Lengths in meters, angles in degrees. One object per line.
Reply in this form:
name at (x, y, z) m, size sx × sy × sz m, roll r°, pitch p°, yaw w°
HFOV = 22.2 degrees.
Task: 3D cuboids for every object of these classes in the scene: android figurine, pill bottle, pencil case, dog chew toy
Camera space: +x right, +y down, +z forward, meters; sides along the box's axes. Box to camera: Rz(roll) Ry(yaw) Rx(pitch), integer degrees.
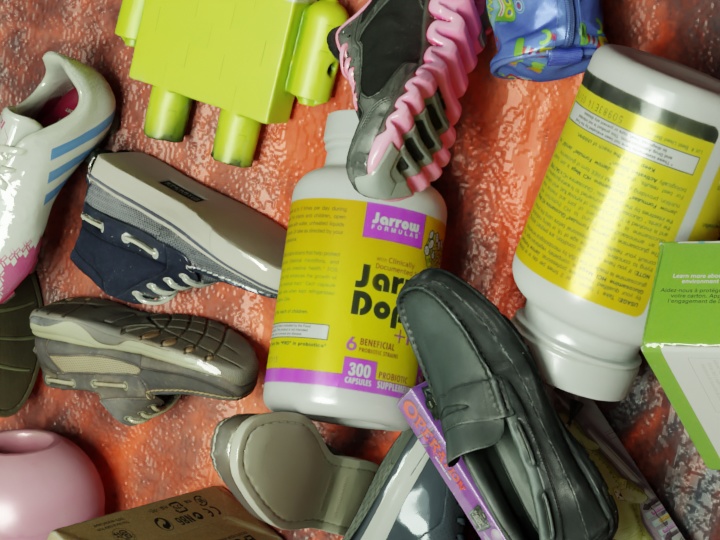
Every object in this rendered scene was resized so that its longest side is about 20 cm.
android figurine at (-0.092, -0.179, 1.287) m, size 0.182 × 0.041 × 0.200 m, roll 19°, pitch 102°, yaw 26°
pill bottle at (0.160, -0.027, 1.121) m, size 0.112 × 0.112 × 0.200 m, roll 27°, pitch 106°, yaw 24°
pencil case at (0.110, -0.219, 1.151) m, size 0.078 × 0.087 × 0.200 m, roll -7°, pitch 91°, yaw -6°
dog chew toy at (-0.248, 0.222, 1.358) m, size 0.124 × 0.125 × 0.200 m, roll 5°, pitch 104°, yaw 28°
pill bottle at (0.000, 0.000, 1.203) m, size 0.104 × 0.104 × 0.200 m, roll 3°, pitch 81°, yaw 28°

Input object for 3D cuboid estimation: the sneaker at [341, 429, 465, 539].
sneaker at (0.068, 0.182, 1.210) m, size 0.146 × 0.077 × 0.202 m, roll 29°, pitch 80°, yaw -2°

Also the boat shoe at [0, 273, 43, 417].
boat shoe at (-0.289, 0.013, 1.395) m, size 0.068 × 0.072 × 0.200 m, roll -8°, pitch 80°, yaw 32°

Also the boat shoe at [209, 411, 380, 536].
boat shoe at (-0.050, 0.130, 1.200) m, size 0.059 × 0.200 × 0.072 m, roll 14°, pitch 81°, yaw 28°

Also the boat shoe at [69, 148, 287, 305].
boat shoe at (-0.123, -0.007, 1.304) m, size 0.200 × 0.075 × 0.093 m, roll 32°, pitch 113°, yaw 31°

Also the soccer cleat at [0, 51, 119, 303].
soccer cleat at (-0.250, -0.067, 1.314) m, size 0.070 × 0.086 × 0.200 m, roll 22°, pitch 76°, yaw 29°

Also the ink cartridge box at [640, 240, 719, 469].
ink cartridge box at (0.278, 0.051, 1.038) m, size 0.200 × 0.148 × 0.076 m, roll -2°, pitch 56°, yaw 28°

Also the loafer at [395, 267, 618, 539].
loafer at (0.078, 0.090, 1.098) m, size 0.201 × 0.070 × 0.068 m, roll 58°, pitch 143°, yaw 7°

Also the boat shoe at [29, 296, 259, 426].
boat shoe at (-0.154, 0.071, 1.328) m, size 0.200 × 0.074 × 0.073 m, roll 13°, pitch 109°, yaw 36°

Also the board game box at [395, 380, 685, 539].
board game box at (0.122, 0.140, 1.151) m, size 0.200 × 0.120 × 0.032 m, roll 57°, pitch 149°, yaw 13°

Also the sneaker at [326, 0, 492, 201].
sneaker at (0.018, -0.125, 1.165) m, size 0.095 × 0.079 × 0.200 m, roll 7°, pitch 53°, yaw 21°

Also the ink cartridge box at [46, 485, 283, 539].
ink cartridge box at (-0.162, 0.245, 1.262) m, size 0.075 × 0.200 × 0.165 m, roll 36°, pitch 110°, yaw 22°
